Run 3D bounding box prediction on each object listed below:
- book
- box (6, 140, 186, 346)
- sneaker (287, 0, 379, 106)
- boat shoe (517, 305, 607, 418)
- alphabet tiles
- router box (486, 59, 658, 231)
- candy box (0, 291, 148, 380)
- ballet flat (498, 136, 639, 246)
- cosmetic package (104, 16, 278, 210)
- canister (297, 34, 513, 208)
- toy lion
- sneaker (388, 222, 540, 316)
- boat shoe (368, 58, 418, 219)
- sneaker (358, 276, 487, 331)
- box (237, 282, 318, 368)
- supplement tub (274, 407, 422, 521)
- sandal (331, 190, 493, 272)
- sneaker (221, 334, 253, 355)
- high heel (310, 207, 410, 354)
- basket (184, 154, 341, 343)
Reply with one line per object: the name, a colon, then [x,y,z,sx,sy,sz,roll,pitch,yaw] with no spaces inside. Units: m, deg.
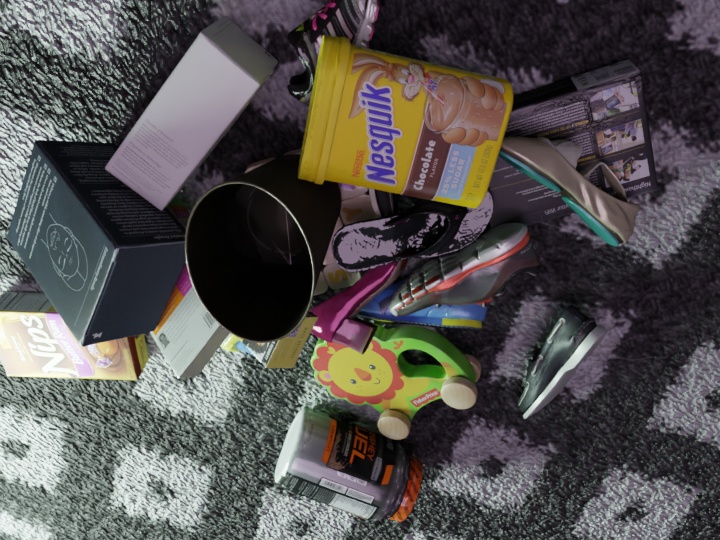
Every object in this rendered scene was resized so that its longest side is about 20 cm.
book: [-0.230,0.014,0.880,0.134,0.048,0.200,-49,63,26]
box: [-0.315,-0.038,0.841,0.200,0.107,0.149,47,121,24]
sneaker: [-0.033,-0.262,0.762,0.087,0.074,0.201,11,125,-8]
boat shoe: [0.264,0.127,0.965,0.060,0.075,0.200,45,132,23]
alphabet tiles: [-0.071,-0.057,0.916,0.195,0.015,0.201,-14,118,13]
router box: [0.231,-0.140,0.821,0.199,0.051,0.150,-15,119,13]
candy box: [-0.417,0.095,1.009,0.199,0.057,0.117,1,120,6]
ballet flat: [0.235,-0.105,0.780,0.200,0.070,0.069,34,117,-19]
cosmetic package: [-0.191,-0.179,0.806,0.085,0.108,0.200,37,114,-14]
canister: [0.044,-0.152,0.741,0.199,0.087,0.149,10,114,-8]
toy lion: [0.037,0.136,0.973,0.192,0.069,0.200,45,127,-16]
sneaker: [0.128,0.021,0.854,0.199,0.077,0.082,-28,109,24]
boat shoe: [0.039,-0.147,0.822,0.067,0.072,0.201,3,118,8]
sneaker: [0.069,0.035,0.937,0.199,0.066,0.079,3,85,14]
box: [-0.140,0.034,0.870,0.050,0.200,0.076,9,115,-49]
supplement tub: [-0.017,0.293,1.046,0.199,0.123,0.123,22,119,-8]
sandal: [0.064,-0.042,0.822,0.200,0.048,0.076,-20,103,5]
sneaker: [-0.103,0.052,0.945,0.105,0.076,0.200,33,125,-32]
high heel: [0.000,0.000,0.893,0.096,0.067,0.201,24,87,12]
basket: [-0.095,-0.049,0.793,0.135,0.200,0.181,1,117,11]
